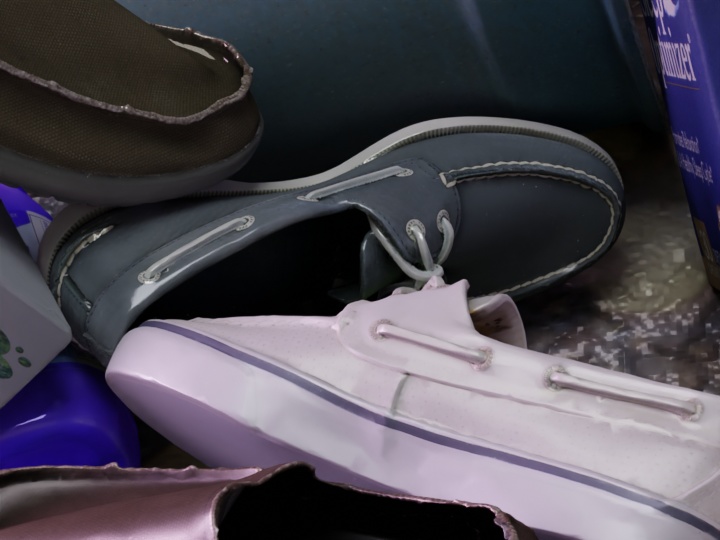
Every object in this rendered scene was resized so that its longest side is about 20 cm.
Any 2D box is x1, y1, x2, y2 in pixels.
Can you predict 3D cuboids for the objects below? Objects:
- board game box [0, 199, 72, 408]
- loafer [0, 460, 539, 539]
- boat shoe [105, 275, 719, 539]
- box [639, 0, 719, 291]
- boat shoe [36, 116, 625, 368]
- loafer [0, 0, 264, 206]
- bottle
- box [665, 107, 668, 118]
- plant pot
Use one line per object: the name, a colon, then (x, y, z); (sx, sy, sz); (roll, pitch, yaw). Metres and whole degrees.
board game box: (-0.201, 0.032, 0.834); (0.200, 0.064, 0.148); (-45, 42, 8)
loafer: (-0.033, 0.075, 0.693); (0.199, 0.071, 0.073); (3, 45, 18)
boat shoe: (0.022, 0.038, 0.744); (0.199, 0.071, 0.070); (14, 65, 30)
box: (0.107, -0.088, 0.815); (0.032, 0.201, 0.121); (-13, 6, 1)
boat shoe: (0.000, 0.000, 0.838); (0.199, 0.073, 0.062); (-8, 30, -18)
loafer: (-0.117, -0.074, 0.791); (0.199, 0.070, 0.075); (11, 29, -23)
bottle: (-0.134, 0.013, 0.895); (0.083, 0.066, 0.200); (-22, 43, -3)
box: (0.137, -0.129, 0.980); (0.041, 0.039, 0.201); (0, 39, 11)
plant pot: (-0.015, -0.113, 0.919); (0.195, 0.201, 0.201); (-19, 42, 7)
